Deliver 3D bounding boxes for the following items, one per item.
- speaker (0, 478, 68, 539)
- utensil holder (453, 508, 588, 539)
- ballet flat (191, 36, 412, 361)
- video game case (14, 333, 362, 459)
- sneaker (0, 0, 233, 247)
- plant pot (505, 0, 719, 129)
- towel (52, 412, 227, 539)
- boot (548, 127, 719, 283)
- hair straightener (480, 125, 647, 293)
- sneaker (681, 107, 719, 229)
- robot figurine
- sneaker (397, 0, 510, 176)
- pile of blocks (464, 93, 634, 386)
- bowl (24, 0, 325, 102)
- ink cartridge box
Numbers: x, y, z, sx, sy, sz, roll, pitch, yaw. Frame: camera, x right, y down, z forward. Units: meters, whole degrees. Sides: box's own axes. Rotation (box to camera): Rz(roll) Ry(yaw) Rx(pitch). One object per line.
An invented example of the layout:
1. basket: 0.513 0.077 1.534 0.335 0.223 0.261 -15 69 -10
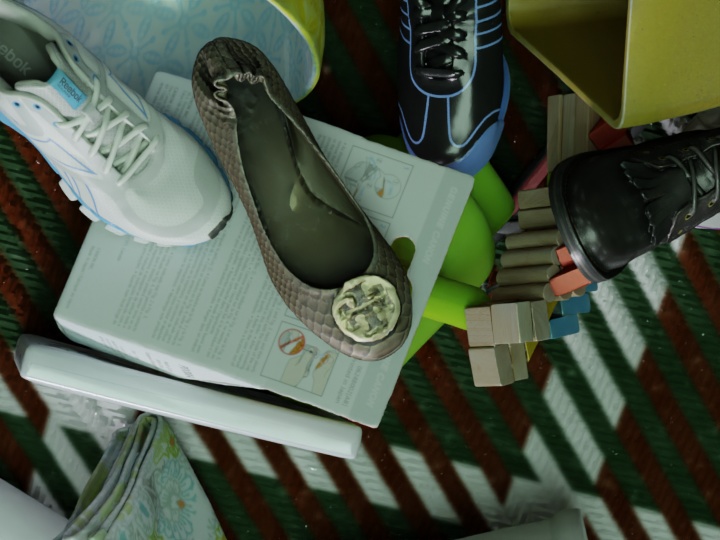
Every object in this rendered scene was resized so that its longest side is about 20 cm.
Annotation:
1. speaker: -0.235 0.173 1.676 0.200 0.081 0.081 34 106 -15
2. utensil holder: 0.060 0.253 1.676 0.200 0.170 0.170 -12 112 4
3. ballet flat: -0.034 -0.041 1.449 0.067 0.046 0.200 -27 83 -7
4. video game case: -0.108 0.074 1.591 0.200 0.182 0.024 14 89 -8
5. sneaker: -0.154 -0.084 1.452 0.200 0.087 0.075 38 83 -2
6. plant pot: 0.201 -0.208 1.493 0.176 0.200 0.200 -4 113 -15
7. towel: -0.119 0.208 1.645 0.048 0.171 0.200 -14 113 21
8. boot: 0.209 -0.066 1.441 0.174 0.200 0.069 -22 94 36
9. hair straightener: 0.143 -0.055 1.620 0.077 0.041 0.200 35 101 -16
10. sneaker: 0.243 -0.091 1.583 0.200 0.100 0.075 -28 143 27
11. robot figurine: 0.000 0.000 1.574 0.200 0.175 0.116 -45 117 -24
12. sneaker: 0.048 -0.154 1.517 0.070 0.078 0.200 1 82 21
13. pile of blocks: 0.129 -0.016 1.526 0.082 0.062 0.200 35 67 -30
14. bowl: -0.106 -0.183 1.512 0.200 0.200 0.108 20 66 -10
15. ink cartridge box: -0.053 -0.009 1.503 0.200 0.047 0.160 19 75 11
